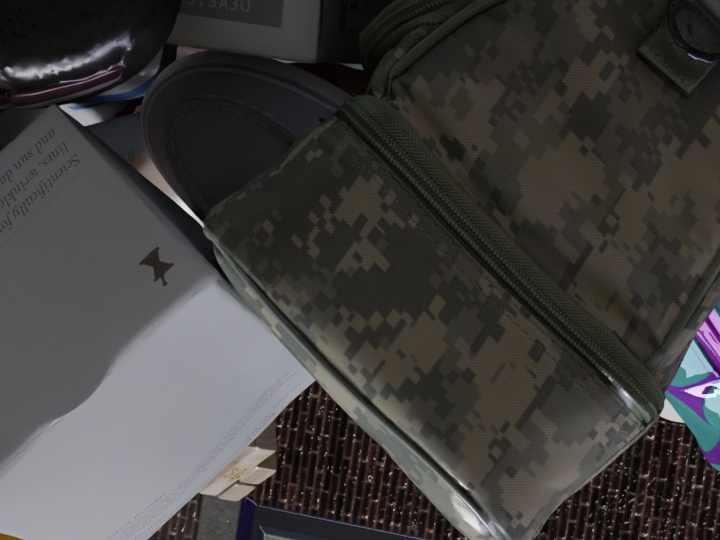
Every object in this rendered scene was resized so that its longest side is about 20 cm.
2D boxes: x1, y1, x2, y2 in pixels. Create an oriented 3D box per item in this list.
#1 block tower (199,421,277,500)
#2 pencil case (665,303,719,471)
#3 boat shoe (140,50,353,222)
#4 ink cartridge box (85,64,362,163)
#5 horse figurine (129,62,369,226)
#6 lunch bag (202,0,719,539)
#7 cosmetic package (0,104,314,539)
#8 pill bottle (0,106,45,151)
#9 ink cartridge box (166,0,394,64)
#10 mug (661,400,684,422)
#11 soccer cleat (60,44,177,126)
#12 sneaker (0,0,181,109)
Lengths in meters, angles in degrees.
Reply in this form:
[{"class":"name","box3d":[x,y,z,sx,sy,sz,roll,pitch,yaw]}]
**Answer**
[{"class":"block tower","box3d":[-0.126,0.045,1.128,0.199,0.058,0.054,11,148,-31]},{"class":"pencil case","box3d":[0.117,-0.006,1.040,0.085,0.093,0.200,-28,128,19]},{"class":"boat shoe","box3d":[0.000,0.000,0.997,0.200,0.072,0.069,45,-161,-6]},{"class":"ink cartridge box","box3d":[-0.018,-0.039,1.183,0.199,0.083,0.146,-13,178,16]},{"class":"horse figurine","box3d":[-0.049,-0.024,1.071,0.132,0.200,0.050,37,-147,-23]},{"class":"lunch bag","box3d":[0.052,-0.022,0.856,0.139,0.168,0.200,47,180,1]},{"class":"cosmetic package","box3d":[-0.090,0.028,0.926,0.081,0.113,0.200,47,178,15]},{"class":"pill bottle","box3d":[-0.169,-0.046,0.994,0.112,0.113,0.200,9,-169,1]},{"class":"ink cartridge box","box3d":[-0.056,-0.101,0.971,0.160,0.050,0.200,9,-173,17]},{"class":"mug","box3d":[0.188,-0.006,1.210,0.152,0.150,0.187,-4,150,-22]},{"class":"soccer cleat","box3d":[-0.121,-0.103,1.187,0.086,0.070,0.200,13,174,-11]},{"class":"sneaker","box3d":[-0.160,-0.098,0.824,0.199,0.076,0.115,10,178,20]}]
